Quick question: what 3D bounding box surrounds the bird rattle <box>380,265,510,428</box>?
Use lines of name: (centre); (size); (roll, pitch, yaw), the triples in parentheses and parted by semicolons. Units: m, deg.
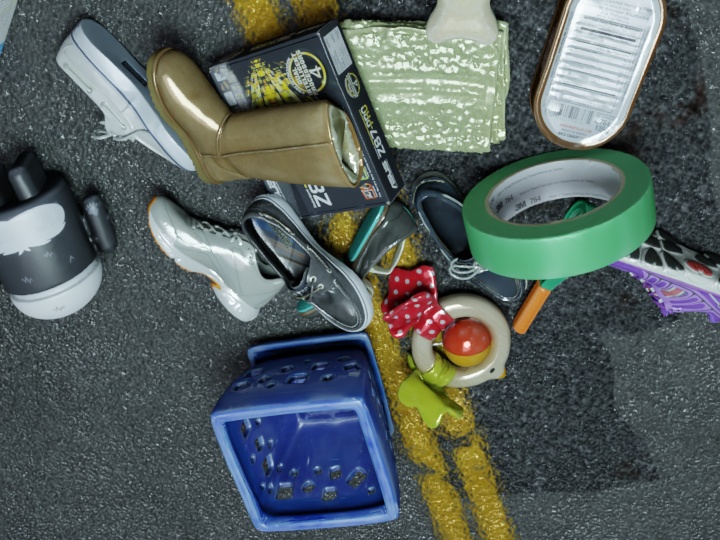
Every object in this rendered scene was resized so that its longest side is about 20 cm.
bird rattle: (0.109, 0.084, 1.081); (0.160, 0.113, 0.204); (-8, 107, -1)

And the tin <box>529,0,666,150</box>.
tin: (0.250, -0.223, 0.896); (0.110, 0.042, 0.203); (11, 121, -4)

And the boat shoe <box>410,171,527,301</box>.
boat shoe: (0.132, -0.030, 1.008); (0.074, 0.062, 0.201); (-30, 113, 20)

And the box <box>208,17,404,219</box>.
box: (-0.058, -0.159, 0.940); (0.159, 0.049, 0.202); (-4, 122, 37)

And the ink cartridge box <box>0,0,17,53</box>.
ink cartridge box: (-0.430, -0.320, 0.910); (0.114, 0.068, 0.201); (29, 120, -10)

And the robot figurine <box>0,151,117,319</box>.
robot figurine: (-0.395, -0.039, 1.041); (0.148, 0.125, 0.203); (4, 124, 33)

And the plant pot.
plant pot: (-0.057, 0.196, 1.097); (0.196, 0.181, 0.203); (-9, 119, 12)

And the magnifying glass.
magnifying glass: (0.231, 0.001, 1.015); (0.022, 0.080, 0.202); (17, 131, -8)

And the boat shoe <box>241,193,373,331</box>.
boat shoe: (-0.064, 0.000, 0.984); (0.069, 0.066, 0.201); (-32, 101, 31)

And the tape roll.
tape roll: (0.208, -0.065, 0.897); (0.197, 0.201, 0.049); (-11, 118, 13)

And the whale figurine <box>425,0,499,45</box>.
whale figurine: (0.104, -0.324, 0.824); (0.156, 0.105, 0.202); (2, 130, 7)

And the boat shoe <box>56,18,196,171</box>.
boat shoe: (-0.269, -0.179, 0.968); (0.086, 0.075, 0.202); (-36, 108, 24)

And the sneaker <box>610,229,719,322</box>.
sneaker: (0.357, 0.013, 0.997); (0.197, 0.081, 0.084); (23, 126, -7)

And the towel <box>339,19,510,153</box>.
towel: (0.065, -0.203, 0.933); (0.196, 0.037, 0.151); (1, 122, 6)

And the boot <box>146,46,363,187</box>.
boot: (-0.109, -0.163, 0.893); (0.197, 0.067, 0.176); (3, 138, 32)

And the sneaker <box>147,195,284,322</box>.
sneaker: (-0.173, -0.032, 1.051); (0.092, 0.076, 0.200); (-36, 118, 17)

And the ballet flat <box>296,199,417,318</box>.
ballet flat: (0.000, 0.000, 1.044); (0.068, 0.068, 0.200); (29, 120, -20)
